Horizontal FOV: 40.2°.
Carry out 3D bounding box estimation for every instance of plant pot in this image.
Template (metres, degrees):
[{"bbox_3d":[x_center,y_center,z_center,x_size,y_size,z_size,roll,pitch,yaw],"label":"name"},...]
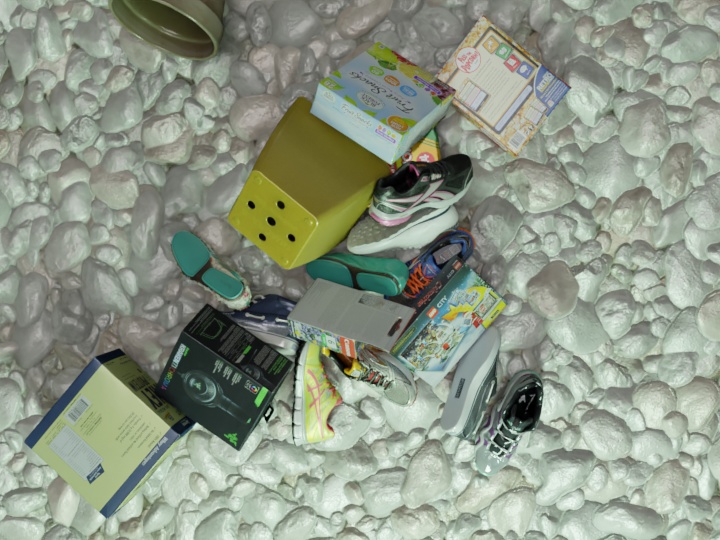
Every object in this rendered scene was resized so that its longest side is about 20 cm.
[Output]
[{"bbox_3d":[-0.103,-0.125,1.625,0.199,0.177,0.200,39,134,2],"label":"plant pot"},{"bbox_3d":[-0.306,-0.487,1.677,0.198,0.200,0.176,19,78,3],"label":"plant pot"}]

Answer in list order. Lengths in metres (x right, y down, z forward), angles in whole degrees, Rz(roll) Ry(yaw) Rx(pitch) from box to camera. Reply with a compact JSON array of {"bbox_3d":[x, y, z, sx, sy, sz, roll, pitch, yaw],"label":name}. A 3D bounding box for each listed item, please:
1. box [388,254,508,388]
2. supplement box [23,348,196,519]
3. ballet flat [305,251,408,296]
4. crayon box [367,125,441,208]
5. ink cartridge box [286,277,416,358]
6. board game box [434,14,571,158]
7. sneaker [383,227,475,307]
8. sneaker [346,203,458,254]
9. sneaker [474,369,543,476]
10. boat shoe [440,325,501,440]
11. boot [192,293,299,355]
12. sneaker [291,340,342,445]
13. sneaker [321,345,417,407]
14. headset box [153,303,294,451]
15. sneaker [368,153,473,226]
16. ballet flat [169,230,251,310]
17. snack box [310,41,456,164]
[{"bbox_3d":[0.145,0.089,1.692,0.200,0.038,0.136,-49,125,4],"label":"box"},{"bbox_3d":[-0.434,0.283,1.727,0.199,0.134,0.200,42,95,2],"label":"supplement box"},{"bbox_3d":[0.000,0.000,1.716,0.198,0.070,0.068,11,127,31],"label":"ballet flat"},{"bbox_3d":[0.045,-0.177,1.720,0.197,0.051,0.129,-10,92,5],"label":"crayon box"},{"bbox_3d":[-0.014,0.088,1.670,0.198,0.051,0.109,17,48,24],"label":"ink cartridge box"},{"bbox_3d":[0.240,-0.317,1.703,0.199,0.046,0.152,40,94,2],"label":"board game box"},{"bbox_3d":[0.115,-0.001,1.707,0.200,0.078,0.075,-45,88,4],"label":"sneaker"},{"bbox_3d":[0.073,-0.065,1.691,0.198,0.081,0.077,-20,46,9],"label":"sneaker"},{"bbox_3d":[0.253,0.267,1.675,0.077,0.140,0.202,24,93,2],"label":"sneaker"},{"bbox_3d":[0.207,0.198,1.717,0.067,0.071,0.202,27,78,-31],"label":"boat shoe"},{"bbox_3d":[-0.194,0.082,1.746,0.197,0.073,0.091,14,71,7],"label":"boot"},{"bbox_3d":[-0.075,0.208,1.736,0.089,0.078,0.203,2,98,-4],"label":"sneaker"},{"bbox_3d":[0.010,0.174,1.711,0.199,0.082,0.078,36,120,4],"label":"sneaker"},{"bbox_3d":[-0.231,0.190,1.693,0.199,0.093,0.175,34,128,2],"label":"headset box"},{"bbox_3d":[0.105,-0.146,1.616,0.199,0.087,0.080,-31,58,-22],"label":"sneaker"},{"bbox_3d":[-0.264,0.008,1.733,0.076,0.064,0.200,-43,61,-10],"label":"ballet flat"},{"bbox_3d":[0.040,-0.282,1.633,0.168,0.200,0.068,33,135,11],"label":"snack box"}]
